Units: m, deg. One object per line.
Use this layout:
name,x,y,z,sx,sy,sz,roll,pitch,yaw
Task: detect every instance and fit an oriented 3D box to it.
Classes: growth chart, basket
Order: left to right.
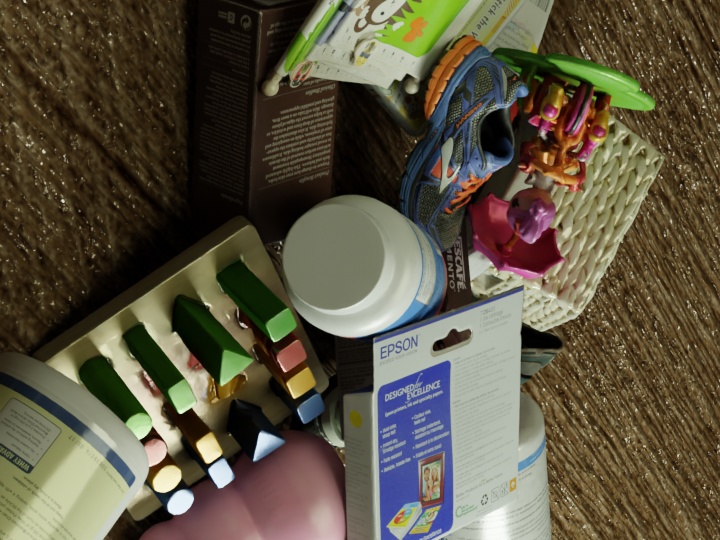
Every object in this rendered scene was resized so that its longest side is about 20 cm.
growth chart,0.021,-0.195,1.417,0.200,0.018,0.145,-5,136,-50
basket,0.181,-0.053,1.721,0.123,0.136,0.200,33,74,-6

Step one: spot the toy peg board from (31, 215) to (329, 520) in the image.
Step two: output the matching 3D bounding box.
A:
toy peg board,-0.118,0.100,1.419,0.200,0.098,0.200,-34,133,-12

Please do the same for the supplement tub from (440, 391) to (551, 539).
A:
supplement tub,0.123,0.226,1.800,0.132,0.132,0.201,-32,127,-40

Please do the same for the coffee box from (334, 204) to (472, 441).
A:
coffee box,0.039,0.048,1.608,0.113,0.080,0.201,6,77,-50

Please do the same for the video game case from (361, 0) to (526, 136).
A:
video game case,0.046,-0.247,1.534,0.182,0.023,0.200,46,69,-23

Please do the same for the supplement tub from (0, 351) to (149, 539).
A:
supplement tub,-0.260,0.175,1.285,0.200,0.145,0.145,-54,139,-22

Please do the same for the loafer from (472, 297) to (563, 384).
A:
loafer,0.137,0.060,1.789,0.200,0.063,0.072,27,39,-58

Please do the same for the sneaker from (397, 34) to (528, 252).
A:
sneaker,0.086,-0.094,1.523,0.075,0.078,0.201,-36,147,-45

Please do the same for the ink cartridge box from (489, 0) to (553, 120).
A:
ink cartridge box,0.107,-0.216,1.651,0.116,0.067,0.201,21,87,-52

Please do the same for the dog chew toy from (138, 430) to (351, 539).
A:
dog chew toy,-0.100,0.218,1.513,0.199,0.125,0.125,-27,129,-10

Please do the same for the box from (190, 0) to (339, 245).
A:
box,-0.075,-0.126,1.445,0.100,0.075,0.201,-20,122,-45

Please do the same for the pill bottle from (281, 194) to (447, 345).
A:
pill bottle,0.000,0.000,1.450,0.200,0.112,0.113,24,85,-75

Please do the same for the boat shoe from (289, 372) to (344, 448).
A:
boat shoe,0.012,0.109,1.673,0.201,0.060,0.072,-25,98,-50

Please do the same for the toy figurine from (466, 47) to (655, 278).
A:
toy figurine,0.162,-0.083,1.566,0.200,0.150,0.185,-157,-94,-84

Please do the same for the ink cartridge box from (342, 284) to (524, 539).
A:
ink cartridge box,0.063,0.125,1.519,0.197,0.047,0.201,-17,110,-45
